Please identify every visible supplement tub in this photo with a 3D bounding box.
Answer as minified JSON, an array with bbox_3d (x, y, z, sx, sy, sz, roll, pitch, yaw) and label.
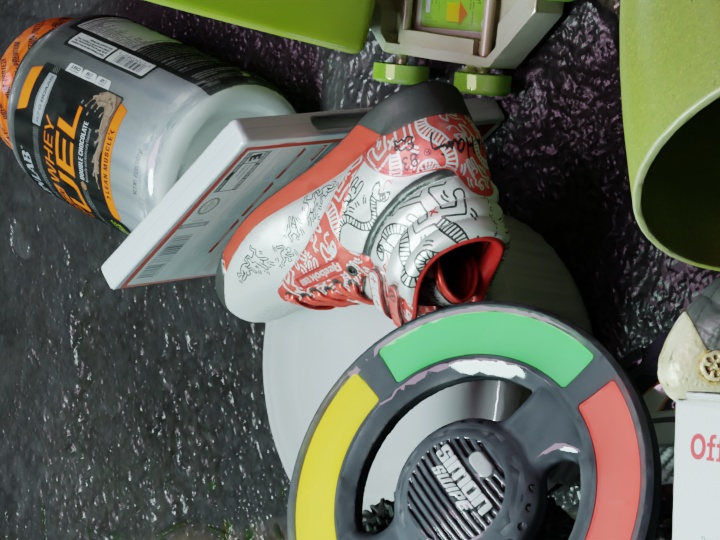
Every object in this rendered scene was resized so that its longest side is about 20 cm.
[{"bbox_3d":[-0.136,-0.086,1.738,0.200,0.122,0.123,26,110,46],"label":"supplement tub"}]

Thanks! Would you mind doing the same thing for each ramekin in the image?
[{"bbox_3d":[0.043,0.053,1.555,0.202,0.094,0.203,2,92,49],"label":"ramekin"}]

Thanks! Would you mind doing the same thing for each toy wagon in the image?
[{"bbox_3d":[0.069,-0.175,1.564,0.200,0.040,0.155,13,100,48],"label":"toy wagon"}]

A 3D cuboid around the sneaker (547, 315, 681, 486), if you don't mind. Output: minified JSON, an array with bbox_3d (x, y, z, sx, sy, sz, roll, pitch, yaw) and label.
[{"bbox_3d":[0.175,0.057,1.399,0.200,0.078,0.079,-12,68,24],"label":"sneaker"}]

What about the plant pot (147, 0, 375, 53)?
[{"bbox_3d":[-0.094,-0.246,1.613,0.199,0.200,0.182,33,109,63],"label":"plant pot"}]

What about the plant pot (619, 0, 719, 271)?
[{"bbox_3d":[0.198,-0.133,1.329,0.187,0.187,0.200,-43,47,41],"label":"plant pot"}]

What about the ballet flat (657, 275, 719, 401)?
[{"bbox_3d":[0.227,0.009,1.304,0.200,0.057,0.066,-27,102,13],"label":"ballet flat"}]

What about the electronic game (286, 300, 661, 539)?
[{"bbox_3d":[0.053,0.111,1.377,0.200,0.042,0.200,-11,66,26],"label":"electronic game"}]

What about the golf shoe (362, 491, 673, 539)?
[{"bbox_3d":[0.095,0.161,1.445,0.078,0.200,0.095,-76,-12,-62],"label":"golf shoe"}]

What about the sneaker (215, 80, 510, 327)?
[{"bbox_3d":[0.000,0.000,1.482,0.201,0.067,0.108,-43,56,36],"label":"sneaker"}]

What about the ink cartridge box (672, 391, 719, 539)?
[{"bbox_3d":[0.209,0.157,1.253,0.145,0.083,0.200,2,90,63],"label":"ink cartridge box"}]

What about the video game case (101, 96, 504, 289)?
[{"bbox_3d":[-0.030,-0.043,1.556,0.143,0.200,0.017,-45,64,39],"label":"video game case"}]
